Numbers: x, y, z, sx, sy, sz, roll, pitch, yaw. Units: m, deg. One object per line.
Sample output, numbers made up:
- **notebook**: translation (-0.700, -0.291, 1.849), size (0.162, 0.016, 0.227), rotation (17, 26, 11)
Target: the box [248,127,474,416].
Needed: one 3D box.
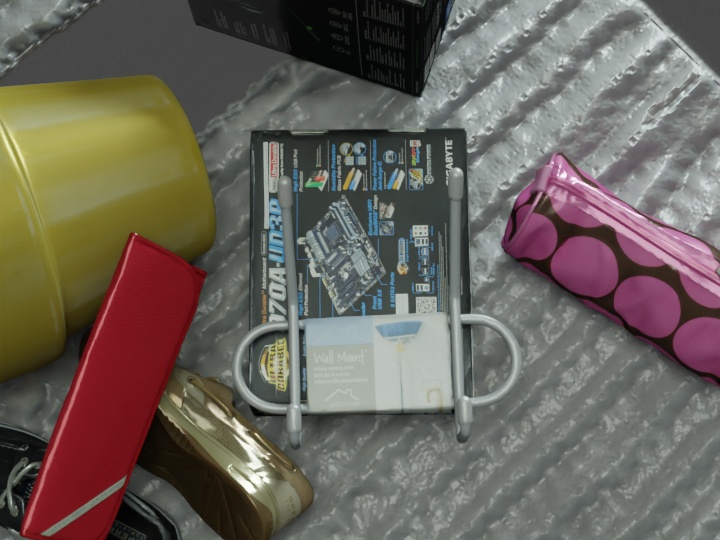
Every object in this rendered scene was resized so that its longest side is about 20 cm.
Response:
- **box**: translation (0.000, 0.000, 1.155), size (0.157, 0.046, 0.203), rotation (-1, 76, 0)

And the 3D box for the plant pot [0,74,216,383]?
- **plant pot**: translation (-0.207, -0.045, 1.104), size (0.187, 0.201, 0.203), rotation (-20, 76, -19)

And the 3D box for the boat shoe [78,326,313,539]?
- **boat shoe**: translation (-0.117, 0.108, 1.126), size (0.200, 0.072, 0.064), rotation (44, 45, 19)

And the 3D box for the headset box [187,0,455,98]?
- **headset box**: translation (-0.035, -0.220, 1.147), size (0.198, 0.174, 0.094), rotation (18, 77, 7)

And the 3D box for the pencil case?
- **pencil case**: translation (0.195, -0.005, 1.129), size (0.199, 0.094, 0.091), rotation (30, 78, 9)

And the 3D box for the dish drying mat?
- **dish drying mat**: translation (-0.157, 0.082, 1.053), size (0.018, 0.077, 0.202), rotation (14, 80, 40)

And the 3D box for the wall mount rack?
- **wall mount rack**: translation (0.010, 0.028, 1.085), size (0.197, 0.075, 0.176), rotation (-2, 77, -1)

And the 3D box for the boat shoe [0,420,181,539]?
- **boat shoe**: translation (-0.216, 0.153, 1.109), size (0.198, 0.068, 0.072), rotation (26, 77, 7)
